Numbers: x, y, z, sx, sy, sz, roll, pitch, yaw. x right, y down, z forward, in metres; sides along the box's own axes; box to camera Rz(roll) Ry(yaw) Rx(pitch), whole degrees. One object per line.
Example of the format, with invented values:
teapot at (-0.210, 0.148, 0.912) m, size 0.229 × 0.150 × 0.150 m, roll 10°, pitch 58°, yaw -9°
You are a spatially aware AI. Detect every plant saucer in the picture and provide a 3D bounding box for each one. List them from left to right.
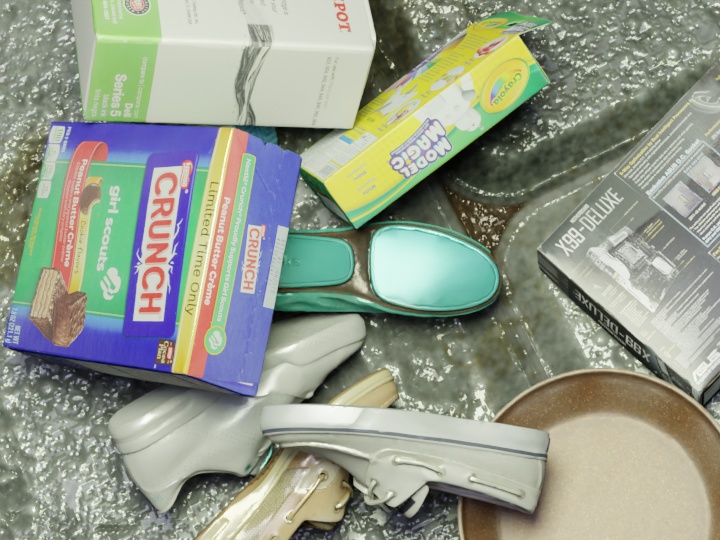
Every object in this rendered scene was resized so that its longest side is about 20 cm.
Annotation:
plant saucer at (0.167, 0.169, 1.599) m, size 0.199 × 0.037 × 0.202 m, roll -2°, pitch 72°, yaw 7°

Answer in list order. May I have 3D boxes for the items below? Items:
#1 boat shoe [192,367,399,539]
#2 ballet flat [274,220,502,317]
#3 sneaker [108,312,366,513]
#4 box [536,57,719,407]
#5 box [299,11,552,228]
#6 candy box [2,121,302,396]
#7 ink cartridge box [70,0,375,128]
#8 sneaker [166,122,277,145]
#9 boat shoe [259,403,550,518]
boat shoe at (-0.038, 0.153, 1.621) m, size 0.065 × 0.071 × 0.200 m, roll 44°, pitch 85°, yaw 6°
ballet flat at (0.000, 0.000, 1.655) m, size 0.198 × 0.070 × 0.068 m, roll 3°, pitch 81°, yaw -7°
sneaker at (-0.077, 0.100, 1.646) m, size 0.199 × 0.075 × 0.089 m, roll -28°, pitch 104°, yaw -16°
box at (0.247, -0.027, 1.642) m, size 0.158 × 0.050 × 0.200 m, roll 41°, pitch 82°, yaw 18°
box at (0.051, -0.114, 1.664) m, size 0.200 × 0.117 × 0.048 m, roll -39°, pitch 106°, yaw -3°
candy box at (-0.145, -0.011, 1.606) m, size 0.199 × 0.077 × 0.170 m, roll 5°, pitch 81°, yaw 43°
ink cartridge box at (-0.101, -0.180, 1.660) m, size 0.198 × 0.084 × 0.146 m, roll 2°, pitch 47°, yaw -14°
sneaker at (-0.118, -0.022, 1.688) m, size 0.080 × 0.076 × 0.201 m, roll 5°, pitch 77°, yaw 35°
boat shoe at (0.028, 0.130, 1.564) m, size 0.198 × 0.071 × 0.070 m, roll 8°, pitch 83°, yaw -12°
